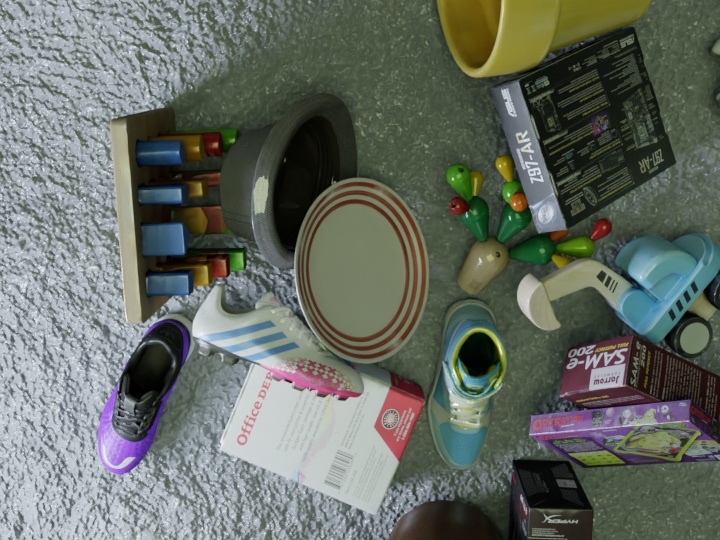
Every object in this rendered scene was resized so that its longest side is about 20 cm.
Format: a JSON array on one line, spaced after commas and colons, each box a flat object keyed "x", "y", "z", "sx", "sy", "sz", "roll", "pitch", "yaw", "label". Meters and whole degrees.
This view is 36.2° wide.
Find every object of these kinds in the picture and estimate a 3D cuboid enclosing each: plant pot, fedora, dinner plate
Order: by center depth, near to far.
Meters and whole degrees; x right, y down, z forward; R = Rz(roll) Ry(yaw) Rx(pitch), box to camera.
[{"x": 0.193, "y": -0.310, "z": 1.131, "sx": 0.186, "sy": 0.201, "sz": 0.205, "roll": -8, "pitch": 101, "yaw": -14, "label": "plant pot"}, {"x": -0.087, "y": -0.099, "z": 1.189, "sx": 0.089, "sy": 0.201, "sz": 0.179, "roll": 10, "pitch": 136, "yaw": 25, "label": "fedora"}, {"x": 0.000, "y": 0.000, "z": 1.214, "sx": 0.198, "sy": 0.024, "sz": 0.204, "roll": 2, "pitch": 87, "yaw": -42, "label": "dinner plate"}, {"x": 0.089, "y": 0.371, "z": 1.238, "sx": 0.196, "sy": 0.198, "sz": 0.204, "roll": 2, "pitch": 104, "yaw": 8, "label": "plant pot"}]

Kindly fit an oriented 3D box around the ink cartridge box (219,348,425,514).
[{"x": -0.043, "y": 0.167, "z": 1.266, "sx": 0.197, "sy": 0.086, "sz": 0.149, "roll": 24, "pitch": 98, "yaw": -3, "label": "ink cartridge box"}]

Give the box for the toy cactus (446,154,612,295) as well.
[{"x": 0.168, "y": -0.038, "z": 1.225, "sx": 0.198, "sy": 0.103, "sz": 0.166, "roll": 21, "pitch": 119, "yaw": -25, "label": "toy cactus"}]

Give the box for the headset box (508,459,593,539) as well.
[{"x": 0.214, "y": 0.340, "z": 1.266, "sx": 0.076, "sy": 0.149, "sz": 0.204, "roll": 2, "pitch": 101, "yaw": 0, "label": "headset box"}]

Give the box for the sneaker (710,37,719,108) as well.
[{"x": 0.441, "y": -0.174, "z": 1.218, "sx": 0.086, "sy": 0.074, "sz": 0.203, "roll": -13, "pitch": 94, "yaw": 15, "label": "sneaker"}]

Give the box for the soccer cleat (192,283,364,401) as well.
[{"x": -0.081, "y": 0.074, "z": 1.177, "sx": 0.197, "sy": 0.070, "sz": 0.088, "roll": 20, "pitch": 89, "yaw": -5, "label": "soccer cleat"}]

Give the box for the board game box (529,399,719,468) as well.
[{"x": 0.300, "y": 0.183, "z": 1.211, "sx": 0.119, "sy": 0.198, "sz": 0.033, "roll": 29, "pitch": 61, "yaw": -40, "label": "board game box"}]

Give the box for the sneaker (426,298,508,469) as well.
[{"x": 0.119, "y": 0.143, "z": 1.238, "sx": 0.078, "sy": 0.131, "sz": 0.204, "roll": 1, "pitch": 101, "yaw": -1, "label": "sneaker"}]

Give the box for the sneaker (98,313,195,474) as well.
[{"x": -0.256, "y": 0.148, "z": 1.255, "sx": 0.069, "sy": 0.100, "sz": 0.203, "roll": 24, "pitch": 99, "yaw": -2, "label": "sneaker"}]

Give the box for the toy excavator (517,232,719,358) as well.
[{"x": 0.294, "y": 0.017, "z": 1.209, "sx": 0.199, "sy": 0.100, "sz": 0.195, "roll": 38, "pitch": 97, "yaw": -19, "label": "toy excavator"}]

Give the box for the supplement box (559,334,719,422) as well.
[{"x": 0.331, "y": 0.139, "z": 1.214, "sx": 0.198, "sy": 0.108, "sz": 0.062, "roll": 24, "pitch": 67, "yaw": -25, "label": "supplement box"}]

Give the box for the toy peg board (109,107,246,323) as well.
[{"x": -0.183, "y": -0.066, "z": 1.162, "sx": 0.096, "sy": 0.199, "sz": 0.204, "roll": -2, "pitch": 101, "yaw": 4, "label": "toy peg board"}]

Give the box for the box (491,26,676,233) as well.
[{"x": 0.242, "y": -0.152, "z": 1.170, "sx": 0.199, "sy": 0.043, "sz": 0.162, "roll": -29, "pitch": 103, "yaw": -34, "label": "box"}]
